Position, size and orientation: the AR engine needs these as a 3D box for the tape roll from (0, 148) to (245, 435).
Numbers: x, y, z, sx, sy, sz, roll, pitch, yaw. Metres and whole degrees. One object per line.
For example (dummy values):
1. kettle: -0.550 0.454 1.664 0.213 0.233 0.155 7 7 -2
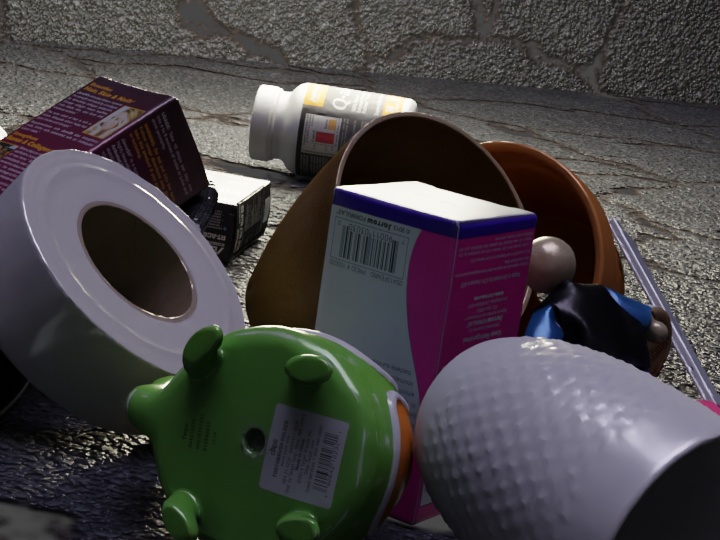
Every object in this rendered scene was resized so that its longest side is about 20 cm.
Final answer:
1. tape roll: -0.175 0.013 1.322 0.202 0.071 0.203 37 27 -22

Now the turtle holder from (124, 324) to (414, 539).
1. turtle holder: -0.054 0.109 1.135 0.185 0.142 0.132 -21 -15 26

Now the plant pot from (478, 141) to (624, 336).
1. plant pot: 0.132 0.005 1.571 0.199 0.201 0.140 16 -1 30

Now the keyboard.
1. keyboard: 0.253 0.042 1.553 0.056 0.011 0.201 41 21 -57

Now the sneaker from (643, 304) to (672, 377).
1. sneaker: 0.129 0.077 1.366 0.200 0.071 0.112 -35 33 -31

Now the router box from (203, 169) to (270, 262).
1. router box: -0.204 -0.068 1.926 0.199 0.062 0.150 10 14 8

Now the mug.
1. mug: 0.130 0.131 1.093 0.175 0.148 0.200 32 -12 42

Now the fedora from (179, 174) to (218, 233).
1. fedora: -0.190 -0.004 1.529 0.200 0.092 0.201 -14 30 8

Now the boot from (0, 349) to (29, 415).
1. boot: -0.320 0.062 1.276 0.144 0.073 0.200 12 17 23

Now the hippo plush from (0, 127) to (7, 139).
1. hippo plush: -0.365 -0.056 1.545 0.159 0.162 0.200 16 15 30

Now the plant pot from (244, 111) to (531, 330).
1. plant pot: 0.000 0.000 1.470 0.186 0.187 0.200 -2 -17 -39

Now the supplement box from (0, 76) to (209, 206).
1. supplement box: -0.232 -0.060 1.461 0.200 0.086 0.110 -37 34 -28

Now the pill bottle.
1. pill bottle: -0.034 -0.171 2.370 0.199 0.117 0.116 9 13 4

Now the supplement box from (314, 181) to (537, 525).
1. supplement box: 0.035 0.051 1.246 0.101 0.201 0.103 17 14 34

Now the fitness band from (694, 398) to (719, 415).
1. fitness band: 0.209 0.122 1.415 0.143 0.038 0.200 6 12 -7

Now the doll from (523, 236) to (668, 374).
1. doll: 0.159 0.068 1.280 0.136 0.201 0.048 -13 -16 -34
